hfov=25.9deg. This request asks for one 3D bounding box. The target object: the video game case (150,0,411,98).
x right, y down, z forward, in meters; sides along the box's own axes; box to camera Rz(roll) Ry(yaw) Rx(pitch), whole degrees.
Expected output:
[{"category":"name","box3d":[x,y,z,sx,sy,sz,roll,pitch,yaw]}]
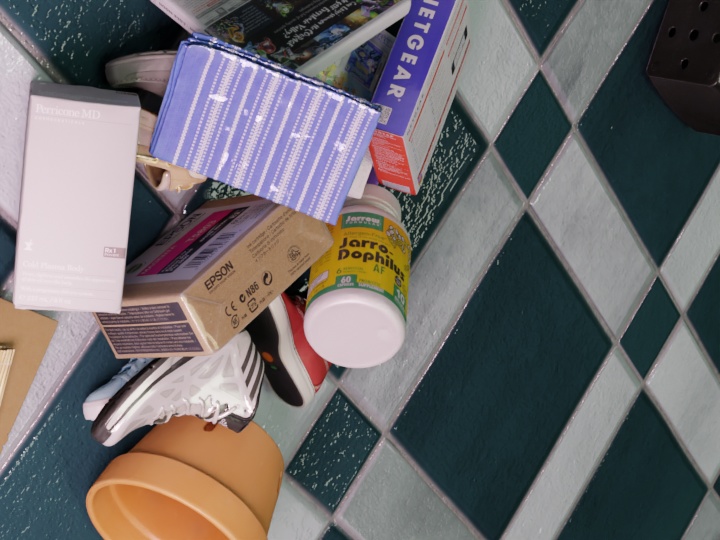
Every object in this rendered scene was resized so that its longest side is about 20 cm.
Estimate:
[{"category":"video game case","box3d":[-0.079,-0.269,1.561,0.200,0.182,0.023,-38,157,-33]}]

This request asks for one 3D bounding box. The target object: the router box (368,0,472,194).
[{"category":"router box","box3d":[0.067,-0.209,1.740,0.180,0.048,0.201,70,39,-71]}]

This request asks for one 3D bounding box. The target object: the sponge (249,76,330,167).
[{"category":"sponge","box3d":[-0.054,-0.139,1.616,0.200,0.030,0.112,18,93,-62]}]

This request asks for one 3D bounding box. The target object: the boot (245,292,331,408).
[{"category":"boot","box3d":[-0.070,0.038,1.780,0.145,0.072,0.201,-52,137,-31]}]

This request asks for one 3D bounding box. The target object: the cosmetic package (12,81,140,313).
[{"category":"cosmetic package","box3d":[-0.266,-0.069,1.467,0.106,0.090,0.202,3,107,-12]}]

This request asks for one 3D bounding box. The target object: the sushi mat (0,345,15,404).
[{"category":"sushi mat","box3d":[-0.388,0.166,1.472,0.095,0.012,0.202,6,103,-51]}]

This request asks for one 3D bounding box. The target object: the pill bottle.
[{"category":"pill bottle","box3d":[0.000,0.000,1.746,0.201,0.112,0.113,-84,157,-46]}]

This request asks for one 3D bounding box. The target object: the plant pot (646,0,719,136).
[{"category":"plant pot","box3d":[0.526,-0.306,2.227,0.177,0.199,0.202,20,91,-39]}]

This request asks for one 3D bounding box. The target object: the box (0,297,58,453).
[{"category":"box","box3d":[-0.389,0.091,1.467,0.200,0.021,0.165,29,83,-50]}]

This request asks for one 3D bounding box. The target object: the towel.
[{"category":"towel","box3d":[-0.093,-0.131,1.486,0.024,0.199,0.145,-78,-170,-54]}]

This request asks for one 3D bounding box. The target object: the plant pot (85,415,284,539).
[{"category":"plant pot","box3d":[-0.170,0.234,1.659,0.140,0.199,0.201,-60,142,-37]}]

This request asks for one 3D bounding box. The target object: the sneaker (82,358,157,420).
[{"category":"sneaker","box3d":[-0.214,0.089,1.645,0.199,0.074,0.082,-27,94,-34]}]

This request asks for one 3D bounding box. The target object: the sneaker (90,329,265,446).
[{"category":"sneaker","box3d":[-0.169,0.132,1.573,0.200,0.076,0.116,-43,96,-31]}]

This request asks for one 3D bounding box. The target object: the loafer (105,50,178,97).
[{"category":"loafer","box3d":[-0.156,-0.181,1.557,0.198,0.070,0.070,0,92,-27]}]

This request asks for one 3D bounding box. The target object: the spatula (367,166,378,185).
[{"category":"spatula","box3d":[-0.034,-0.133,1.778,0.199,0.020,0.057,29,76,-46]}]

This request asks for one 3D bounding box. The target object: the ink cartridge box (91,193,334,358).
[{"category":"ink cartridge box","box3d":[-0.150,0.002,1.571,0.200,0.164,0.075,-44,117,-37]}]

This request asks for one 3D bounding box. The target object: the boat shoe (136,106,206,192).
[{"category":"boat shoe","box3d":[-0.194,-0.114,1.574,0.199,0.074,0.070,23,92,-40]}]

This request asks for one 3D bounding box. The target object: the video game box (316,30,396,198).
[{"category":"video game box","box3d":[-0.043,-0.200,1.706,0.199,0.047,0.183,29,81,-45]}]
